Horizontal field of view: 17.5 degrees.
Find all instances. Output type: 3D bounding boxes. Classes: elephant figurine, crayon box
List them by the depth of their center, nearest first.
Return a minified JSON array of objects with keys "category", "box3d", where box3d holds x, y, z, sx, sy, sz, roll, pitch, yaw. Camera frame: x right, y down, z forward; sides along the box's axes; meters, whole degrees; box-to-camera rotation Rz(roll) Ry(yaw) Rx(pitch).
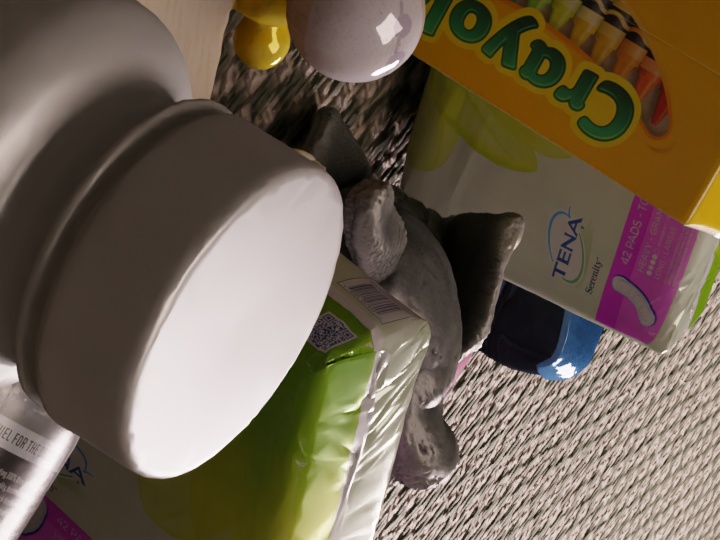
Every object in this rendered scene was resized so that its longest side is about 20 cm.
[{"category":"crayon box","box3d":[0.098,-0.139,0.922,0.173,0.199,0.058,-59,157,7]},{"category":"elephant figurine","box3d":[0.000,0.000,1.024,0.142,0.154,0.200,61,29,-20]}]

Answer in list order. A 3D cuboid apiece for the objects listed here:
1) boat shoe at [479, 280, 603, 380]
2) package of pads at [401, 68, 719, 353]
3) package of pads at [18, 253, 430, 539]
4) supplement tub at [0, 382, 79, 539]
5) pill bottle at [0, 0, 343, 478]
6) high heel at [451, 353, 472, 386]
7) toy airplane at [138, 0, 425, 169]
[{"category":"boat shoe","box3d":[0.107,-0.044,1.241,0.201,0.068,0.084,-68,150,-24]},{"category":"package of pads","box3d":[0.106,-0.079,1.068,0.068,0.154,0.201,-42,152,-51]},{"category":"package of pads","box3d":[-0.063,0.061,0.895,0.068,0.154,0.201,-21,138,-42]},{"category":"supplement tub","box3d":[-0.166,0.066,0.721,0.201,0.122,0.123,-57,158,-4]},{"category":"pill bottle","box3d":[-0.108,-0.034,0.617,0.114,0.199,0.115,-46,155,-30]},{"category":"high heel","box3d":[0.005,0.087,1.178,0.200,0.067,0.096,-52,147,-7]},{"category":"toy airplane","box3d":[-0.046,-0.103,0.745,0.200,0.141,0.200,-55,158,-10]}]
